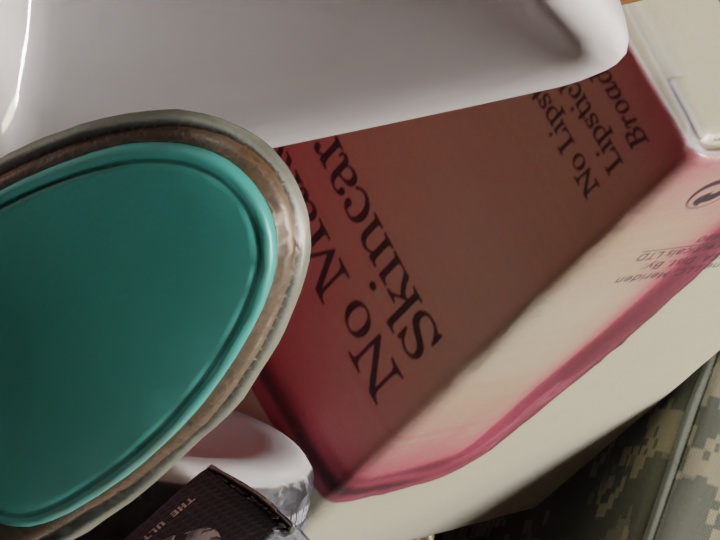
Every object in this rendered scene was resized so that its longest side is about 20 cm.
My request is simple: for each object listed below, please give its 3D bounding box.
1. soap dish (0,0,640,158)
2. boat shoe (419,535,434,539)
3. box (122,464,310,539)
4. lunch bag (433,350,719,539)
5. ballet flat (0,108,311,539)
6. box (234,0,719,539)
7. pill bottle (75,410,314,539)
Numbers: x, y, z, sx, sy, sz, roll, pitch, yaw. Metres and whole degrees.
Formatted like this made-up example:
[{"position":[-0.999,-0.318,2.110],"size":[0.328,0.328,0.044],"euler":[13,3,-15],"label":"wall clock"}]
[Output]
[{"position":[-0.049,-0.091,0.457],"size":[0.200,0.156,0.082],"euler":[39,46,-57],"label":"soap dish"},{"position":[0.018,0.030,1.017],"size":[0.071,0.062,0.201],"euler":[-32,133,-65],"label":"boat shoe"},{"position":[-0.057,0.167,0.602],"size":[0.200,0.051,0.158],"euler":[-40,116,-13],"label":"box"},{"position":[0.124,0.099,0.820],"size":[0.200,0.167,0.140],"euler":[156,-47,-71],"label":"lunch bag"},{"position":[-0.083,0.035,0.546],"size":[0.200,0.067,0.064],"euler":[-43,-179,19],"label":"ballet flat"},{"position":[0.034,-0.031,0.697],"size":[0.109,0.128,0.200],"euler":[-9,154,-41],"label":"box"},{"position":[-0.082,0.130,0.670],"size":[0.106,0.106,0.201],"euler":[-11,115,-73],"label":"pill bottle"}]
